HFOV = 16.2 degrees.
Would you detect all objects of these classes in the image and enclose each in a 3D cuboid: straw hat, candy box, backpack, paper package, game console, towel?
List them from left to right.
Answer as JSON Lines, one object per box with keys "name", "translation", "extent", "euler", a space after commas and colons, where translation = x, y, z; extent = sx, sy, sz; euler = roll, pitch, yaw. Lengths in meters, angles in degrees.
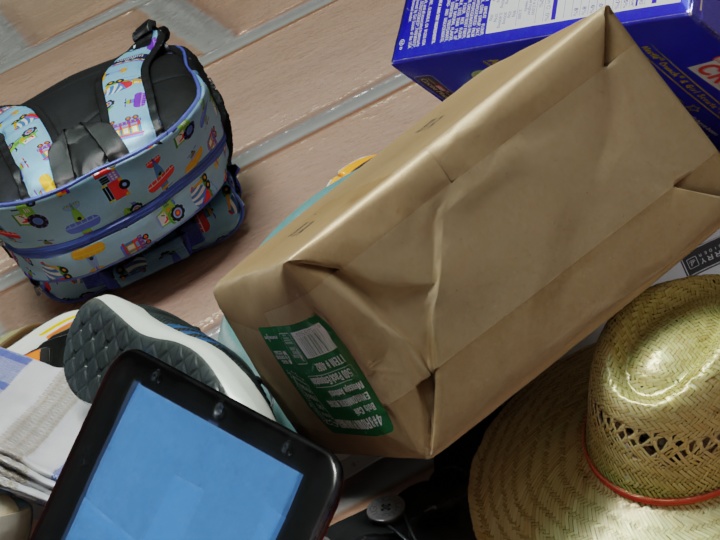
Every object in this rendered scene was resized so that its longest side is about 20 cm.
{"name": "game console", "translation": [-0.126, 0.125, 1.073], "extent": [0.172, 0.119, 0.200], "euler": [-11, 18, -31]}
{"name": "towel", "translation": [-0.126, 0.085, 1.252], "extent": [0.199, 0.024, 0.147], "euler": [18, 19, 5]}
{"name": "backpack", "translation": [-0.163, -0.058, 1.647], "extent": [0.182, 0.135, 0.200], "euler": [-25, 20, -3]}
{"name": "paper package", "translation": [0.044, -0.010, 1.103], "extent": [0.190, 0.104, 0.200], "euler": [-39, 6, -13]}
{"name": "candy box", "translation": [0.148, -0.124, 1.419], "extent": [0.200, 0.169, 0.077], "euler": [-5, 65, 38]}
{"name": "straw hat", "translation": [0.137, 0.051, 1.052], "extent": [0.200, 0.085, 0.201], "euler": [-6, 36, 4]}

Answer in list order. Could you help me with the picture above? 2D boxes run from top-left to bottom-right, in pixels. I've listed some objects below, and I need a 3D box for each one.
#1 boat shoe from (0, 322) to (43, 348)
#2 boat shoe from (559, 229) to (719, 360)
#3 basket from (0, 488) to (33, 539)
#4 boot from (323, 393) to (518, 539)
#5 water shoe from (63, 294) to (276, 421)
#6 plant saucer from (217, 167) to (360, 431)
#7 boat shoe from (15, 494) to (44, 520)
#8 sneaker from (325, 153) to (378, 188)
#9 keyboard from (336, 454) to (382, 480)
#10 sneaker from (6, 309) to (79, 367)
{"name": "boat shoe", "translation": [-0.250, 0.095, 1.480], "extent": [0.063, 0.073, 0.200], "euler": [-13, 12, 42]}
{"name": "boat shoe", "translation": [0.155, -0.008, 1.294], "extent": [0.199, 0.069, 0.057], "euler": [-19, 13, -1]}
{"name": "basket", "translation": [-0.265, 0.142, 1.242], "extent": [0.176, 0.140, 0.200], "euler": [-12, 24, -38]}
{"name": "boot", "translation": [-0.001, 0.125, 1.150], "extent": [0.200, 0.066, 0.165], "euler": [-32, 20, -8]}
{"name": "water shoe", "translation": [-0.070, 0.062, 1.213], "extent": [0.079, 0.072, 0.200], "euler": [9, 17, -35]}
{"name": "plant saucer", "translation": [0.000, 0.000, 1.293], "extent": [0.200, 0.036, 0.200], "euler": [-28, 29, 17]}
{"name": "boat shoe", "translation": [-0.220, 0.073, 1.364], "extent": [0.200, 0.070, 0.066], "euler": [24, 76, 19]}
{"name": "sneaker", "translation": [0.011, 0.003, 1.407], "extent": [0.077, 0.078, 0.200], "euler": [-10, 36, 33]}
{"name": "keyboard", "translation": [0.053, 0.040, 1.303], "extent": [0.200, 0.056, 0.011], "euler": [-30, -14, -15]}
{"name": "sneaker", "translation": [-0.187, 0.085, 1.423], "extent": [0.090, 0.070, 0.200], "euler": [0, 31, 48]}
